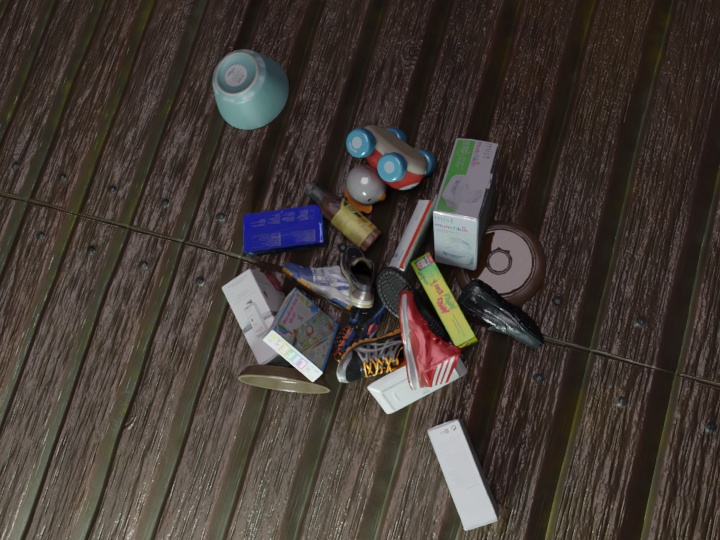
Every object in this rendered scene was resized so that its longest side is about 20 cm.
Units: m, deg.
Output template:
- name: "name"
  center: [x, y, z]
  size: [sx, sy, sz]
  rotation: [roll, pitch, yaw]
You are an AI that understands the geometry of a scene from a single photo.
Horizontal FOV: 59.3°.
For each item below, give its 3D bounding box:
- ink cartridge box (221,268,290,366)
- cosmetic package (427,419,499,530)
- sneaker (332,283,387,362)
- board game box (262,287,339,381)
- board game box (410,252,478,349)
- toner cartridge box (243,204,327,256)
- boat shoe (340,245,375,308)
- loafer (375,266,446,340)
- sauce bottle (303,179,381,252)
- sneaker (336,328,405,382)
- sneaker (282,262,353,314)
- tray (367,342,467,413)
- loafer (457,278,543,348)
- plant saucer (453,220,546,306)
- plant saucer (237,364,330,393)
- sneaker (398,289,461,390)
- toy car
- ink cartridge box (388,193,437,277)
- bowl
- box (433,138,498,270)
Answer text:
- name: "ink cartridge box"
  center: [-0.205, 0.110, 1.409]
  size: [0.082, 0.146, 0.201]
  rotation: [-32, 73, 10]
- name: "cosmetic package"
  center: [0.207, 0.405, 1.269]
  size: [0.073, 0.102, 0.202]
  rotation: [-22, 72, 9]
- name: "sneaker"
  center: [0.010, 0.118, 1.392]
  size: [0.075, 0.078, 0.201]
  rotation: [30, 83, 33]
- name: "board game box"
  center: [-0.120, 0.130, 1.337]
  size: [0.134, 0.200, 0.034]
  rotation: [42, 113, -10]
- name: "board game box"
  center: [0.179, 0.068, 1.346]
  size: [0.047, 0.102, 0.201]
  rotation: [-29, 73, 7]
- name: "toner cartridge box"
  center: [-0.179, -0.095, 1.501]
  size: [0.198, 0.043, 0.096]
  rotation: [-6, 77, 13]
- name: "boat shoe"
  center: [0.000, 0.000, 1.375]
  size: [0.071, 0.201, 0.065]
  rotation: [10, 123, -13]
- name: "loafer"
  center: [0.103, 0.077, 1.354]
  size: [0.073, 0.071, 0.201]
  rotation: [-36, 97, 9]
- name: "sauce bottle"
  center: [-0.043, -0.128, 1.441]
  size: [0.200, 0.066, 0.066]
  rotation: [42, 90, 2]
- name: "sneaker"
  center: [0.043, 0.184, 1.326]
  size: [0.199, 0.079, 0.077]
  rotation: [-24, 34, -19]
- name: "sneaker"
  center: [-0.080, 0.021, 1.444]
  size: [0.199, 0.075, 0.089]
  rotation: [27, 77, 9]
- name: "tray"
  center: [0.123, 0.234, 1.327]
  size: [0.199, 0.108, 0.022]
  rotation: [-29, 37, 6]
- name: "loafer"
  center: [0.294, 0.099, 1.324]
  size: [0.200, 0.068, 0.071]
  rotation: [37, 119, 0]
- name: "plant saucer"
  center: [0.301, -0.015, 1.371]
  size: [0.198, 0.034, 0.202]
  rotation: [-3, 77, 12]
- name: "plant saucer"
  center: [-0.161, 0.232, 1.346]
  size: [0.198, 0.200, 0.030]
  rotation: [3, 71, 14]
- name: "sneaker"
  center: [0.140, 0.134, 1.276]
  size: [0.114, 0.078, 0.202]
  rotation: [-8, 85, 4]
- name: "toy car"
  center: [0.040, -0.205, 1.431]
  size: [0.177, 0.184, 0.201]
  rotation: [40, 119, 17]
- name: "ink cartridge box"
  center: [0.109, -0.077, 1.343]
  size: [0.057, 0.200, 0.164]
  rotation: [24, 84, 12]
- name: "bowl"
  center: [-0.287, -0.467, 1.577]
  size: [0.199, 0.105, 0.203]
  rotation: [-3, 77, 12]
- name: "box"
  center: [0.221, -0.136, 1.311]
  size: [0.096, 0.177, 0.201]
  rotation: [11, 60, 16]
